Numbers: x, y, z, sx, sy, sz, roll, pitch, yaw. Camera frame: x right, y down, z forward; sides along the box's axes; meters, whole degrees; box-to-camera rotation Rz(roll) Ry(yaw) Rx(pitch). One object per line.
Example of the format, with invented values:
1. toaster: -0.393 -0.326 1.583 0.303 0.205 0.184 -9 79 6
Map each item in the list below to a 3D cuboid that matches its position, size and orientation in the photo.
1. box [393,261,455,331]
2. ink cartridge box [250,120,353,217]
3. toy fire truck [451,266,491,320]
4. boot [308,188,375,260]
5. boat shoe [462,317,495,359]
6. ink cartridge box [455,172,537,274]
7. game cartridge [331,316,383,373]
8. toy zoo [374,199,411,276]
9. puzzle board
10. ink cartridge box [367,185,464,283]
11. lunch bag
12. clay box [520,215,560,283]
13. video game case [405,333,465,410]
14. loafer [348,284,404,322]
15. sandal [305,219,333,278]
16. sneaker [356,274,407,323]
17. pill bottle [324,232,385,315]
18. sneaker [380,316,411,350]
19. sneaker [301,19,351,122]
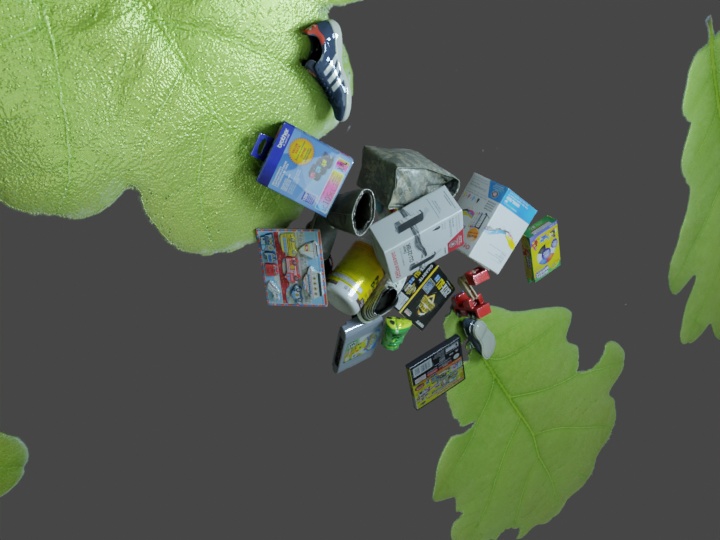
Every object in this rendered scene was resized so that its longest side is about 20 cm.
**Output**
1. box: 0.172 0.069 1.615 0.161 0.049 0.200 -51 150 -2
2. ink cartridge box: -0.132 -0.221 1.255 0.197 0.076 0.138 26 100 -14
3. toy fire truck: 0.306 0.064 1.669 0.048 0.200 0.144 -24 98 -17
4. boot: -0.041 -0.096 1.310 0.071 0.199 0.186 1 102 -34
5. boat shoe: 0.365 0.210 1.844 0.076 0.061 0.200 -58 140 -14
6. ink cartridge box: 0.336 -0.125 1.595 0.143 0.147 0.202 24 99 -39
7. game cartridge: -0.005 0.185 1.557 0.132 0.041 0.202 -27 150 -29
8. toy zoo: 0.084 -0.101 1.462 0.020 0.133 0.201 -15 131 22
9. puzzle board: -0.156 -0.003 1.364 0.147 0.018 0.204 2 121 9
10. ink cartridge box: 0.128 -0.078 1.338 0.197 0.085 0.145 -28 149 -4
11. lunch bag: 0.115 -0.214 1.389 0.196 0.164 0.120 -4 119 -30
12. clay box: 0.562 -0.055 1.845 0.114 0.048 0.202 -31 127 -15
13. video game case: 0.235 0.316 1.842 0.198 0.025 0.183 -28 126 -20
14. loafer: 0.029 0.090 1.575 0.199 0.063 0.072 -42 161 -3
15. sandal: -0.098 -0.022 1.429 0.074 0.045 0.204 -19 123 -25
16. sneaker: 0.080 0.046 1.464 0.076 0.115 0.202 44 63 -15
17. pill bottle: 0.000 0.000 1.446 0.201 0.108 0.110 -54 133 -22
18. sneaker: 0.093 0.168 1.567 0.072 0.200 0.086 7 80 1
19. sneaker: -0.076 -0.404 1.227 0.083 0.075 0.204 -21 115 -24
